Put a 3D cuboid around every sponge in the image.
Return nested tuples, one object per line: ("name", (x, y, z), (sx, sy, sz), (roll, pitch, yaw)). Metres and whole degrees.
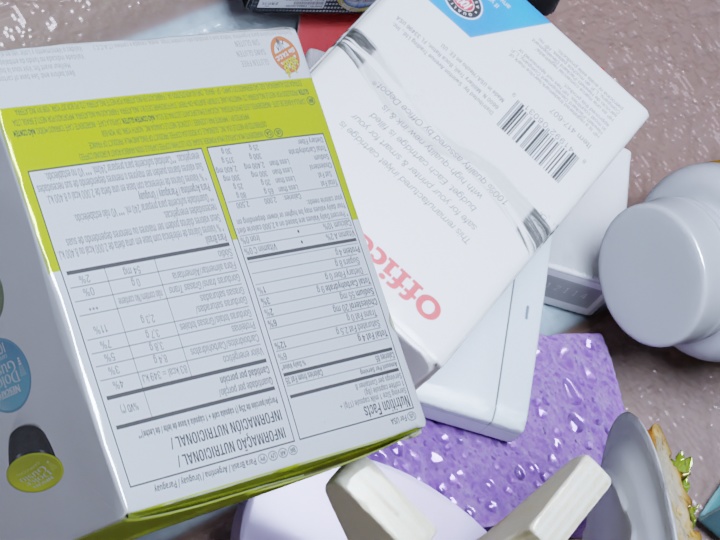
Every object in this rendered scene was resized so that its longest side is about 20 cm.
("sponge", (0.050, 0.089, 1.280), (0.199, 0.030, 0.112), (-1, 63, -24))

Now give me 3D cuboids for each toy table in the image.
("toy table", (0.036, 0.165, 1.158), (0.200, 0.117, 0.184), (34, 67, -10))

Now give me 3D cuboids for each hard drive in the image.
("hard drive", (0.000, 0.000, 1.267), (0.199, 0.027, 0.132), (17, 64, -14))

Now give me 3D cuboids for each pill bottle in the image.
("pill bottle", (0.227, -0.011, 1.347), (0.199, 0.109, 0.110), (-11, 67, -41))

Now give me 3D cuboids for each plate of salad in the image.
("plate of salad", (0.143, 0.168, 1.173), (0.048, 0.200, 0.201), (-3, 62, -7))

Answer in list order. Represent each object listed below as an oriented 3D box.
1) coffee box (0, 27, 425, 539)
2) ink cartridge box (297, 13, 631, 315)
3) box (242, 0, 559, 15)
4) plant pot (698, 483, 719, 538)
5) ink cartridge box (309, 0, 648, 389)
("coffee box", (-0.129, 0.024, 1.068), (0.200, 0.199, 0.199), (-12, 81, -51))
("ink cartridge box", (0.055, -0.083, 1.372), (0.199, 0.045, 0.177), (16, 58, -15))
("box", (0.010, -0.221, 1.414), (0.199, 0.044, 0.161), (-3, 53, -26))
("plant pot", (0.320, 0.138, 1.313), (0.200, 0.141, 0.141), (45, 54, -4))
("ink cartridge box", (0.028, -0.051, 1.235), (0.146, 0.084, 0.200), (43, 60, -1))
